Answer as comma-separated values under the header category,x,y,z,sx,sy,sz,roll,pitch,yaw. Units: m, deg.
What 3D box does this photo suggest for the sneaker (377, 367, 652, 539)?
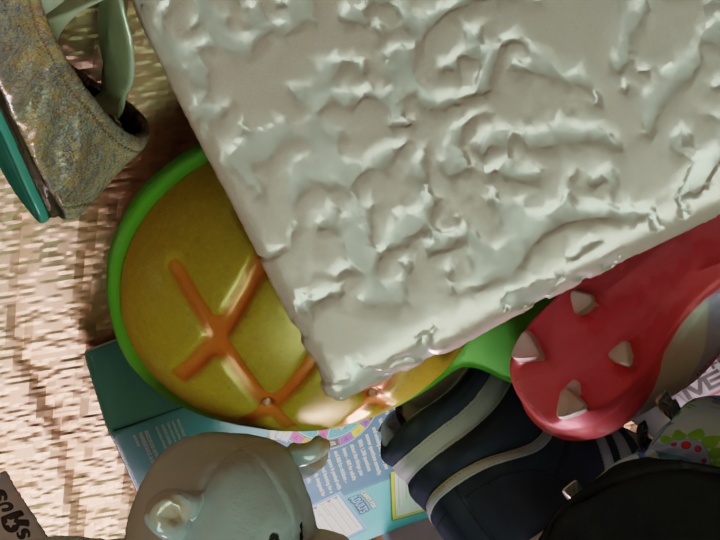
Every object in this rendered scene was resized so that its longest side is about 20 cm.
category,x,y,z,sx,sy,sz,roll,pitch,yaw
sneaker,0.079,0.078,1.258,0.070,0.109,0.200,-44,168,23

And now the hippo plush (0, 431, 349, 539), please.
category,x,y,z,sx,sy,sz,roll,pitch,yaw
hippo plush,-0.059,0.127,1.181,0.161,0.200,0.159,-42,166,34

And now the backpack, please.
category,x,y,z,sx,sy,sz,roll,pitch,yaw
backpack,0.155,0.118,1.113,0.154,0.163,0.200,-64,167,-10

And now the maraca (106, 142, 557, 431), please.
category,x,y,z,sx,sy,sz,roll,pitch,yaw
maraca,0.000,0.000,1.147,0.199,0.107,0.138,-5,122,-9

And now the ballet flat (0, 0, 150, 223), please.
category,x,y,z,sx,sy,sz,roll,pitch,yaw
ballet flat,-0.119,-0.093,1.029,0.067,0.068,0.200,-33,151,-8

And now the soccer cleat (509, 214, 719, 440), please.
category,x,y,z,sx,sy,sz,roll,pitch,yaw
soccer cleat,0.143,-0.005,1.134,0.200,0.067,0.076,-39,163,9

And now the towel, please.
category,x,y,z,sx,sy,sz,roll,pitch,yaw
towel,0.036,-0.077,1.058,0.199,0.032,0.192,-26,103,4

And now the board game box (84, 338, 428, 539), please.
category,x,y,z,sx,sy,sz,roll,pitch,yaw
board game box,-0.004,0.058,1.275,0.199,0.047,0.151,-20,143,-3

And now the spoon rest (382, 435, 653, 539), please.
category,x,y,z,sx,sy,sz,roll,pitch,yaw
spoon rest,0.095,0.116,1.365,0.199,0.099,0.061,-12,119,-43

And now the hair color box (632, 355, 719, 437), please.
category,x,y,z,sx,sy,sz,roll,pitch,yaw
hair color box,0.205,0.065,1.238,0.200,0.061,0.099,36,135,-27
